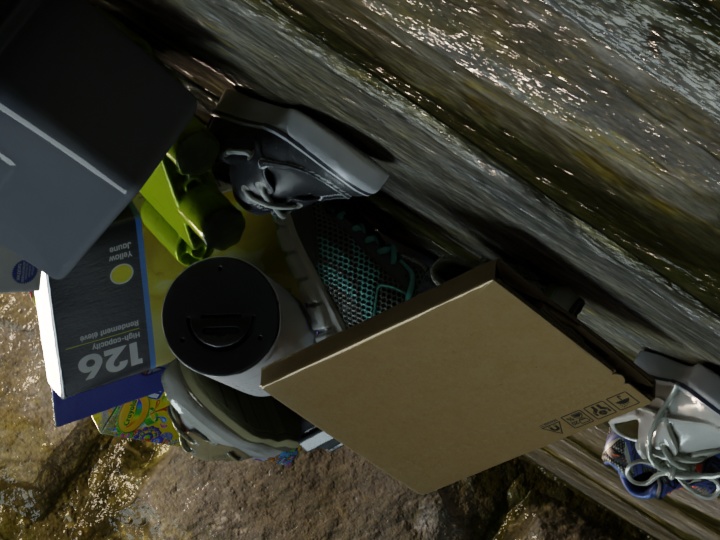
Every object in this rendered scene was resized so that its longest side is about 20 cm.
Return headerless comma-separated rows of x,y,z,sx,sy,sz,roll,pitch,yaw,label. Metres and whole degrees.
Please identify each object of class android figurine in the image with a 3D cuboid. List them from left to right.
-0.142,-0.092,1.603,0.200,0.041,0.183,43,157,47,android figurine

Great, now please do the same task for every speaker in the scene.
-0.080,0.041,1.661,0.081,0.081,0.200,30,178,9,speaker

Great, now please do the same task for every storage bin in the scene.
-0.197,-0.079,1.479,0.134,0.146,0.200,37,148,-6,storage bin

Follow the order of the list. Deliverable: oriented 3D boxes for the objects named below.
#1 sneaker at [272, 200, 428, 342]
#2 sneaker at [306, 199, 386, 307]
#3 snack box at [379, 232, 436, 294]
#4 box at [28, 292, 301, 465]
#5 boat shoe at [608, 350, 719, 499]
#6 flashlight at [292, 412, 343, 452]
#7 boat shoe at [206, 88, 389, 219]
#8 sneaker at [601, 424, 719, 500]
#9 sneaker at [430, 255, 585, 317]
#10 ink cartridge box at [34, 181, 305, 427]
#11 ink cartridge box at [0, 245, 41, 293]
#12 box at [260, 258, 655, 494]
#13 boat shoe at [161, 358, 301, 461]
0.000,0.000,1.703,0.078,0.091,0.201,-82,-28,-79,sneaker
-0.011,0.012,1.843,0.099,0.070,0.201,10,137,47,sneaker
0.081,0.039,1.931,0.200,0.053,0.142,27,172,44,snack box
-0.138,0.035,1.956,0.192,0.122,0.200,14,-150,-39,box
0.210,0.108,1.603,0.074,0.086,0.202,32,176,-18,boat shoe
0.036,0.072,1.823,0.068,0.068,0.200,7,152,-44,flashlight
-0.051,-0.065,1.557,0.072,0.068,0.200,34,175,-33,boat shoe
0.232,0.142,1.892,0.075,0.079,0.200,29,175,34,sneaker
0.085,0.018,1.642,0.089,0.077,0.200,41,167,-8,sneaker
-0.135,0.021,1.769,0.047,0.197,0.201,50,152,46,ink cartridge box
-0.241,-0.095,1.647,0.044,0.201,0.094,-5,-150,-27,ink cartridge box
0.061,0.072,1.561,0.200,0.021,0.163,-25,133,35,box
-0.106,0.110,1.817,0.200,0.068,0.075,38,-151,-63,boat shoe
